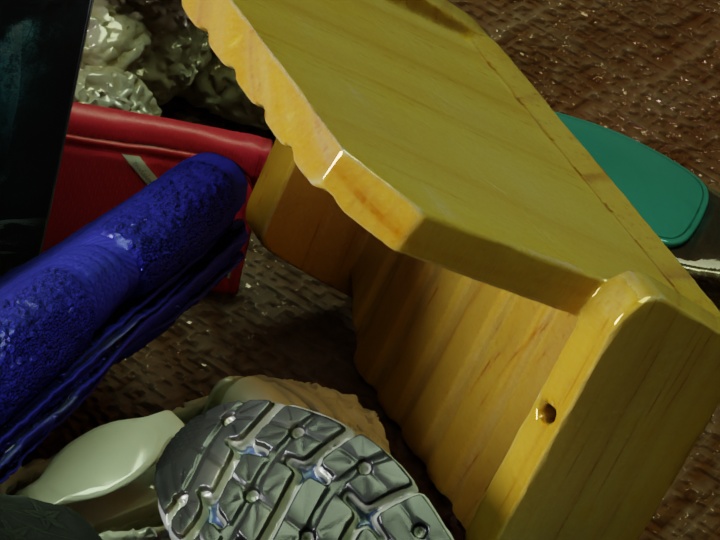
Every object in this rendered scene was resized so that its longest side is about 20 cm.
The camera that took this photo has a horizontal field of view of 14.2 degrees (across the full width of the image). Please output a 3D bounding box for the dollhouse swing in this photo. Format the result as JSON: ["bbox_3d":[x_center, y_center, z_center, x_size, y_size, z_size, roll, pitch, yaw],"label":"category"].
[{"bbox_3d":[0.000,0.000,1.006,0.175,0.182,0.200,2,37,-37],"label":"dollhouse swing"}]

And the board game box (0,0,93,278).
[{"bbox_3d":[-0.170,-0.064,1.040,0.135,0.200,0.028,0,43,-19],"label":"board game box"}]

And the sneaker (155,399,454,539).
[{"bbox_3d":[0.012,0.123,0.959,0.200,0.089,0.079,39,70,5],"label":"sneaker"}]

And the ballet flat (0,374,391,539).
[{"bbox_3d":[-0.059,0.073,1.017,0.200,0.072,0.072,-21,50,-39],"label":"ballet flat"}]

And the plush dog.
[{"bbox_3d":[-0.093,-0.143,1.190,0.200,0.172,0.160,-24,52,-39],"label":"plush dog"}]

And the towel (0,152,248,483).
[{"bbox_3d":[-0.130,0.041,0.989,0.050,0.148,0.200,55,42,-6],"label":"towel"}]

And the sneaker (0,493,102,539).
[{"bbox_3d":[-0.079,0.114,0.887,0.104,0.060,0.200,49,11,33],"label":"sneaker"}]

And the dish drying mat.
[{"bbox_3d":[-0.138,-0.035,1.116,0.199,0.077,0.018,9,40,-9],"label":"dish drying mat"}]

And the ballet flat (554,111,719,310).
[{"bbox_3d":[0.138,-0.001,1.180,0.200,0.065,0.071,26,39,17],"label":"ballet flat"}]
